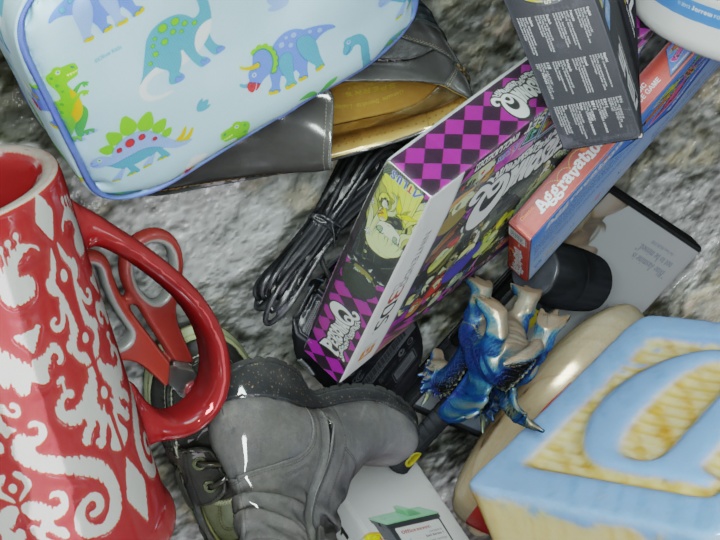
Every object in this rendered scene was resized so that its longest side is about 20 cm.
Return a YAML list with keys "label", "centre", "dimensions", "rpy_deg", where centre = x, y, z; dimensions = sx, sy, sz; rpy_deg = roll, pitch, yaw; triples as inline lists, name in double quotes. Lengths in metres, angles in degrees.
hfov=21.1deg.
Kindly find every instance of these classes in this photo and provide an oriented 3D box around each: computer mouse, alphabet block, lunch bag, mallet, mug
- label: "computer mouse"
  centre: [0.000, 0.000, 1.151]
  dimensions: [0.141, 0.046, 0.200]
  rpy_deg: [-55, 149, -11]
- label: "alphabet block"
  centre: [0.218, 0.165, 1.154]
  dimensions: [0.195, 0.196, 0.201]
  rpy_deg: [-38, 118, -32]
- label: "lunch bag"
  centre: [-0.074, -0.139, 0.904]
  dimensions: [0.199, 0.083, 0.161]
  rpy_deg: [-32, 143, -9]
- label: "mallet"
  centre: [0.077, 0.057, 1.246]
  dimensions: [0.200, 0.041, 0.066]
  rpy_deg: [-46, 143, 16]
- label: "mug"
  centre: [-0.167, 0.041, 0.958]
  dimensions: [0.178, 0.133, 0.201]
  rpy_deg: [-46, 132, -50]

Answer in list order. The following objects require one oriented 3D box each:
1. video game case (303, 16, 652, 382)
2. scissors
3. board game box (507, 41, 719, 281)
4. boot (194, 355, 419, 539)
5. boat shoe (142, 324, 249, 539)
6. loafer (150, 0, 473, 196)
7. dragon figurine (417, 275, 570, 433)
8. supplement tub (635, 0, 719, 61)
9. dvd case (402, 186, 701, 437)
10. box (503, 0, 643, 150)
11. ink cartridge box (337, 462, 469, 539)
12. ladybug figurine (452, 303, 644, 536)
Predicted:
- label: "video game case"
  centre: [0.064, -0.045, 1.072]
  dimensions: [0.200, 0.036, 0.182]
  rpy_deg: [-37, 164, -35]
- label: "scissors"
  centre: [-0.108, 0.062, 1.094]
  dimensions: [0.073, 0.014, 0.201]
  rpy_deg: [-33, 124, -19]
- label: "board game box"
  centre: [0.158, -0.084, 1.144]
  dimensions: [0.200, 0.019, 0.103]
  rpy_deg: [-48, 169, -8]
- label: "boot"
  centre: [-0.023, 0.132, 1.097]
  dimensions: [0.070, 0.132, 0.200]
  rpy_deg: [-24, 157, 29]
- label: "boat shoe"
  centre: [-0.080, 0.114, 1.174]
  dimensions: [0.071, 0.066, 0.202]
  rpy_deg: [-24, 139, -13]
- label: "loafer"
  centre: [-0.034, -0.083, 1.004]
  dimensions: [0.199, 0.072, 0.073]
  rpy_deg: [-25, 141, -17]
- label: "dragon figurine"
  centre: [0.081, 0.064, 1.139]
  dimensions: [0.058, 0.200, 0.100]
  rpy_deg: [9, 101, -12]
- label: "supplement tub"
  centre: [0.221, -0.218, 1.006]
  dimensions: [0.131, 0.132, 0.201]
  rpy_deg: [-10, 126, -32]
- label: "dvd case"
  centre: [0.130, 0.034, 1.306]
  dimensions: [0.200, 0.018, 0.142]
  rpy_deg: [-48, 143, 13]
- label: "box"
  centre: [0.094, -0.181, 0.941]
  dimensions: [0.049, 0.162, 0.200]
  rpy_deg: [-7, 146, 17]
- label: "ink cartridge box"
  centre: [0.020, 0.238, 1.278]
  dimensions: [0.084, 0.200, 0.145]
  rpy_deg: [0, 129, -36]
- label: "ladybug figurine"
  centre: [0.138, 0.112, 1.299]
  dimensions: [0.135, 0.072, 0.200]
  rpy_deg: [-13, 143, -55]
